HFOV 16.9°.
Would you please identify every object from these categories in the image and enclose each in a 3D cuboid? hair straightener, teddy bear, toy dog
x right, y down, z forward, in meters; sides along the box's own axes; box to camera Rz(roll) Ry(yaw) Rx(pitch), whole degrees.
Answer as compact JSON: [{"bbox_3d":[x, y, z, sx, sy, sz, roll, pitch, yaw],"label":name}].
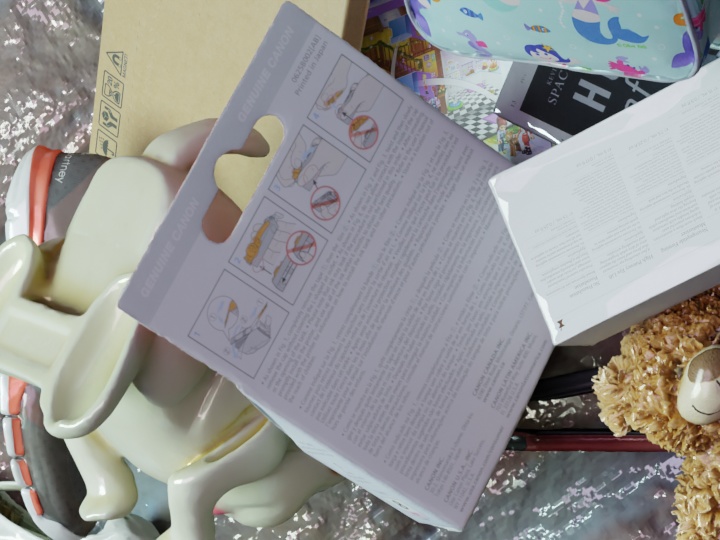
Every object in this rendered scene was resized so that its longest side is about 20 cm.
[{"bbox_3d":[0.075,0.052,1.190,0.199,0.041,0.077,-4,88,33],"label":"hair straightener"},{"bbox_3d":[0.196,0.093,1.087,0.145,0.067,0.201,-23,97,20],"label":"teddy bear"},{"bbox_3d":[-0.077,0.044,1.157,0.139,0.200,0.195,4,62,43],"label":"toy dog"}]

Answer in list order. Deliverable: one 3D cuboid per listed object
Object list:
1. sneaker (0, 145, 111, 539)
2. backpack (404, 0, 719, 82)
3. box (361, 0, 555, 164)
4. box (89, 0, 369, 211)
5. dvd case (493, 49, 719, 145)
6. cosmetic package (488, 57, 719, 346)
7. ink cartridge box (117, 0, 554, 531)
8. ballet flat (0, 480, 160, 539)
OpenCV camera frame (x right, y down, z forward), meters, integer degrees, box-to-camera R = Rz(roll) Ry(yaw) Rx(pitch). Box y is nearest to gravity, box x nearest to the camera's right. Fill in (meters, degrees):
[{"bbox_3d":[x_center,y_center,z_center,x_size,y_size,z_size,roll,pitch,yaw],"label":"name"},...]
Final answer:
[{"bbox_3d":[-0.132,0.038,1.215,0.081,0.077,0.201,0,96,9],"label":"sneaker"},{"bbox_3d":[0.089,-0.181,0.982,0.177,0.151,0.201,11,135,31],"label":"backpack"},{"bbox_3d":[0.067,-0.107,1.178,0.199,0.039,0.138,-8,90,29],"label":"box"},{"bbox_3d":[-0.069,-0.100,1.207,0.163,0.021,0.201,36,133,29],"label":"box"},{"bbox_3d":[0.171,-0.098,1.083,0.199,0.025,0.151,28,103,25],"label":"dvd case"},{"bbox_3d":[0.161,-0.044,1.045,0.199,0.051,0.083,-27,74,25],"label":"cosmetic package"},{"bbox_3d":[0.000,0.000,1.099,0.163,0.200,0.057,-62,19,-14],"label":"ink cartridge box"},{"bbox_3d":[-0.150,0.152,1.303,0.199,0.069,0.070,16,101,27],"label":"ballet flat"}]
